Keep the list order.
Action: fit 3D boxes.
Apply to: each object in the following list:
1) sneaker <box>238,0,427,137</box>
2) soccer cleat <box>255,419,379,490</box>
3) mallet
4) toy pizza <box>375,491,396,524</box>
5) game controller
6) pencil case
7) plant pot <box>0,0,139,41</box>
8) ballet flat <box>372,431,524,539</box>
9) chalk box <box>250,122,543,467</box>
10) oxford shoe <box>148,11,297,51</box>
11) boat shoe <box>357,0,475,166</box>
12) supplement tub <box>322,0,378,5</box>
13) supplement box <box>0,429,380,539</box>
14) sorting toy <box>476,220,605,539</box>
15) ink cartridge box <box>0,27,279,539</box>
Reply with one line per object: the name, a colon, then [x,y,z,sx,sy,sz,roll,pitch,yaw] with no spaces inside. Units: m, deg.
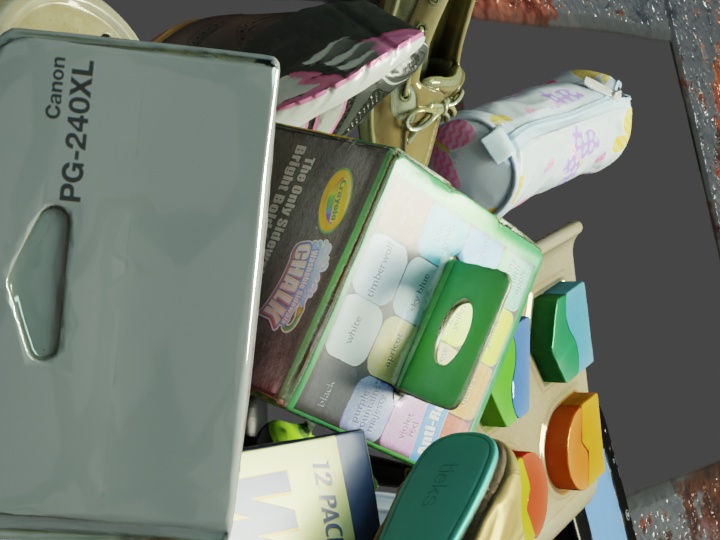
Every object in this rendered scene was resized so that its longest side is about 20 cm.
sneaker: [-0.048,-0.073,0.779,0.080,0.199,0.087,52,-8,43]
soccer cleat: [-0.011,0.157,0.770,0.200,0.081,0.068,51,5,-39]
mallet: [-0.025,0.103,0.824,0.200,0.041,0.066,10,74,-52]
toy pizza: [-0.007,0.203,0.721,0.201,0.200,0.032,58,3,-19]
game controller: [0.177,0.194,1.023,0.104,0.042,0.201,-13,88,-50]
pencil case: [0.126,-0.095,1.021,0.200,0.090,0.084,-25,97,-49]
plant pot: [-0.167,-0.064,0.632,0.200,0.134,0.201,20,63,-45]
ballet flat: [0.017,0.141,0.523,0.200,0.068,0.063,-45,127,-45]
chalk box: [-0.004,0.014,0.654,0.124,0.199,0.125,30,82,-44]
oxford shoe: [-0.056,-0.130,0.831,0.200,0.072,0.072,-27,98,-50]
boat shoe: [0.046,-0.143,0.853,0.073,0.063,0.202,-28,133,-58]
supplement tub: [0.022,-0.277,0.945,0.107,0.107,0.201,19,64,-45]
supplement box: [-0.119,0.155,0.564,0.199,0.199,0.135,-3,80,-50]
sorting toy: [0.101,0.086,0.817,0.185,0.036,0.201,-26,116,-55]
ink cartridge box: [-0.076,-0.003,0.481,0.083,0.200,0.146,5,96,-5]
